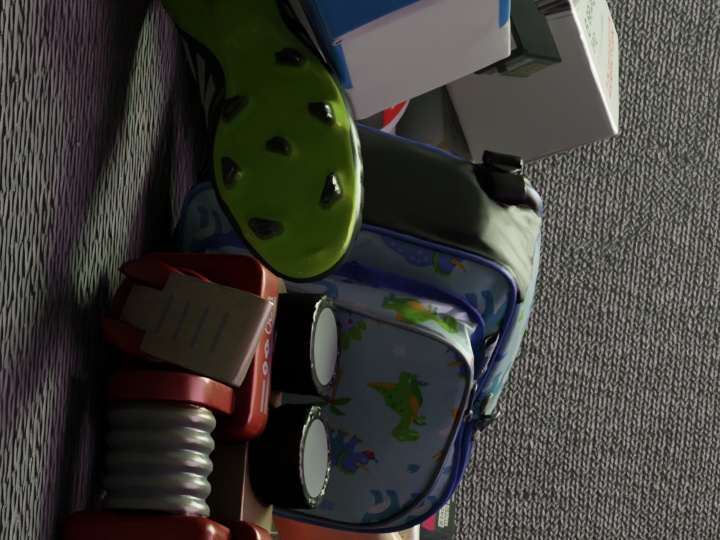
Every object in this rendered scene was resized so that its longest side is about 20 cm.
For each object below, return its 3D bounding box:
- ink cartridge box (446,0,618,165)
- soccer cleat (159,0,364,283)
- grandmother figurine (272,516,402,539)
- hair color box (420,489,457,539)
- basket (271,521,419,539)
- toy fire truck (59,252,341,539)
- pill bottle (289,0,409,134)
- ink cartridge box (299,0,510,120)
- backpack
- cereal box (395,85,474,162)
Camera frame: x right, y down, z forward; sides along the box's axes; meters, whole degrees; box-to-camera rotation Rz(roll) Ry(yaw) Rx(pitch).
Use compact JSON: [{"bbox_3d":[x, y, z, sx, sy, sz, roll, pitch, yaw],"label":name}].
[{"bbox_3d":[0.075,-0.176,1.227,0.146,0.084,0.201,-76,148,-62],"label":"ink cartridge box"},{"bbox_3d":[-0.038,-0.074,0.971,0.081,0.067,0.201,50,15,-58],"label":"soccer cleat"},{"bbox_3d":[-0.035,0.111,1.247,0.201,0.121,0.061,62,3,17],"label":"grandmother figurine"},{"bbox_3d":[-0.013,0.100,1.383,0.200,0.060,0.100,26,65,-52],"label":"hair color box"},{"bbox_3d":[-0.041,0.233,1.304,0.123,0.135,0.201,95,1,-74],"label":"basket"},{"bbox_3d":[-0.070,0.072,0.919,0.200,0.128,0.177,37,56,-69],"label":"toy fire truck"},{"bbox_3d":[-0.027,-0.129,1.152,0.201,0.113,0.114,89,7,-52],"label":"pill bottle"},{"bbox_3d":[-0.010,-0.183,0.972,0.146,0.085,0.201,68,1,-81],"label":"ink cartridge box"},{"bbox_3d":[-0.016,0.040,1.115,0.147,0.182,0.201,-69,172,-49],"label":"backpack"},{"bbox_3d":[-0.002,-0.080,1.296,0.040,0.143,0.201,42,31,-36],"label":"cereal box"}]
